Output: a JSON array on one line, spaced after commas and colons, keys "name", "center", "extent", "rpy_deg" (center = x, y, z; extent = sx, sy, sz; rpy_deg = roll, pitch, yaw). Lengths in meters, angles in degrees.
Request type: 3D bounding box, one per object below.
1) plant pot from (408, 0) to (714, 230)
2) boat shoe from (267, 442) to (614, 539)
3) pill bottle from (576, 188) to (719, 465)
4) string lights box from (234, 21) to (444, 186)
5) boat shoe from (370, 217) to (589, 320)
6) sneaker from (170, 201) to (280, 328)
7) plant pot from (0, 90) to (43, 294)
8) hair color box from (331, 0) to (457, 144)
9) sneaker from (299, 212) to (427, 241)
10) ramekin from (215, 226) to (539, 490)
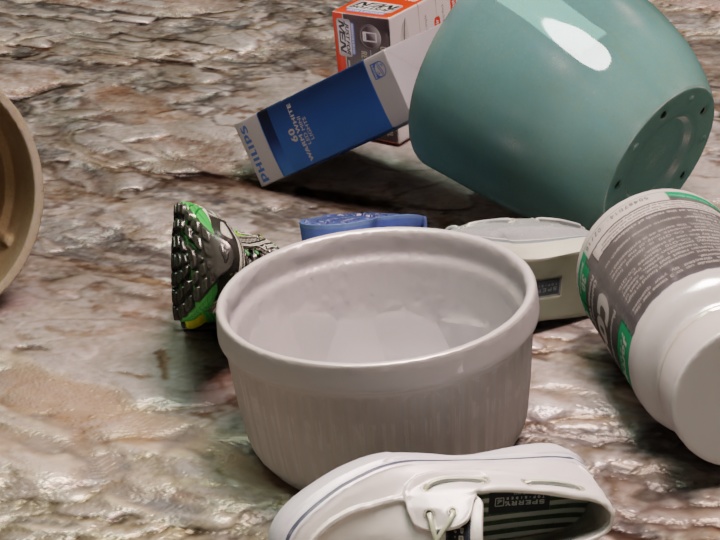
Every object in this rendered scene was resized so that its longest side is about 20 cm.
[{"name": "plant pot", "center": [0.160, -0.121, 1.745], "extent": [0.161, 0.201, 0.200], "rpy_deg": [37, 44, 28]}, {"name": "boat shoe", "center": [0.049, 0.139, 1.333], "extent": [0.199, 0.074, 0.067], "rpy_deg": [-14, 23, -21]}, {"name": "pill bottle", "center": [0.211, 0.034, 1.485], "extent": [0.112, 0.114, 0.200], "rpy_deg": [-8, 24, -7]}, {"name": "string lights box", "center": [0.003, -0.130, 1.849], "extent": [0.103, 0.059, 0.200], "rpy_deg": [-28, 4, -40]}, {"name": "boat shoe", "center": [0.086, 0.000, 1.627], "extent": [0.200, 0.070, 0.071], "rpy_deg": [-3, 23, -26]}, {"name": "sneaker", "center": [-0.084, -0.003, 1.597], "extent": [0.085, 0.079, 0.200], "rpy_deg": [-1, -4, 0]}, {"name": "plant pot", "center": [-0.354, -0.066, 1.751], "extent": [0.199, 0.202, 0.183], "rpy_deg": [-15, 15, -21]}, {"name": "hair color box", "center": [0.062, -0.195, 2.017], "extent": [0.064, 0.112, 0.200], "rpy_deg": [12, 29, 34]}, {"name": "sneaker", "center": [0.000, 0.000, 1.667], "extent": [0.070, 0.078, 0.200], "rpy_deg": [1, 4, 18]}, {"name": "ramekin", "center": [0.014, 0.060, 1.477], "extent": [0.199, 0.106, 0.200], "rpy_deg": [-4, 25, 2]}]
